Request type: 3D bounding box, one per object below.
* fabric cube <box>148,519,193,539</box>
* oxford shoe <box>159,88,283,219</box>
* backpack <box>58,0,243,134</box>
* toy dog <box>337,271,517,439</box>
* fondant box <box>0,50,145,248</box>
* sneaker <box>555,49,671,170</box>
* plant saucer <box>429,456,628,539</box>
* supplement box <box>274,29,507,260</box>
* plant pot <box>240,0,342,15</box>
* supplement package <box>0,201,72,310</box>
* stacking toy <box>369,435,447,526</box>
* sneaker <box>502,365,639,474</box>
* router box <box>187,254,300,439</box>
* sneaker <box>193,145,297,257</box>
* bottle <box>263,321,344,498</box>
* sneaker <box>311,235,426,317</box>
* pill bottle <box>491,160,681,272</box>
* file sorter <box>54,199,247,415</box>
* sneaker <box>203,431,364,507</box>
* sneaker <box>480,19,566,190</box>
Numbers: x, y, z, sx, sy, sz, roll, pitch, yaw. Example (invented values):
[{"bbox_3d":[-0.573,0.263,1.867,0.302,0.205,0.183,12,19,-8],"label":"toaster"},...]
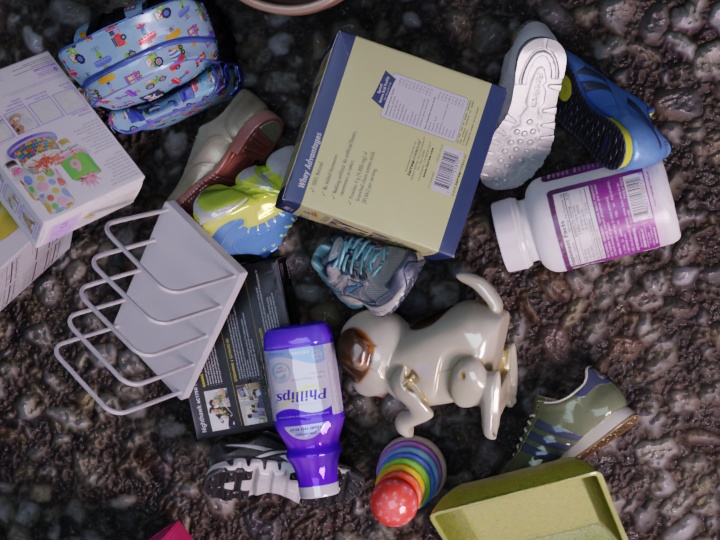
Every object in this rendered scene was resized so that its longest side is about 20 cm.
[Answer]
[{"bbox_3d":[-0.254,0.455,1.774,0.196,0.200,0.200,-38,91,10],"label":"fabric cube"},{"bbox_3d":[-0.177,-0.130,1.775,0.200,0.071,0.074,-45,62,12],"label":"oxford shoe"},{"bbox_3d":[-0.243,-0.239,1.696,0.182,0.200,0.135,-21,92,10],"label":"backpack"},{"bbox_3d":[0.070,0.100,1.705,0.199,0.140,0.195,2,117,17],"label":"toy dog"},{"bbox_3d":[-0.364,-0.141,1.687,0.200,0.144,0.058,51,142,12],"label":"fondant box"},{"bbox_3d":[0.275,-0.182,1.659,0.078,0.200,0.066,-9,134,-25],"label":"sneaker"},{"bbox_3d":[0.197,0.285,1.710,0.199,0.200,0.048,-16,50,11],"label":"plant saucer"},{"bbox_3d":[0.030,-0.136,1.656,0.199,0.134,0.201,19,86,-6],"label":"supplement box"},{"bbox_3d":[-0.064,-0.383,1.663,0.199,0.175,0.201,1,96,10],"label":"plant pot"},{"bbox_3d":[-0.457,-0.042,1.733,0.152,0.151,0.200,41,62,4],"label":"supplement package"},{"bbox_3d":[0.047,0.251,1.698,0.085,0.200,0.086,1,97,10],"label":"stacking toy"},{"bbox_3d":[0.225,0.190,1.737,0.200,0.067,0.090,-38,70,20],"label":"sneaker"},{"bbox_3d":[-0.144,0.093,1.789,0.148,0.051,0.201,-10,94,12],"label":"router box"},{"bbox_3d":[-0.100,-0.080,1.764,0.199,0.076,0.105,-20,135,-7],"label":"sneaker"},{"bbox_3d":[-0.061,0.162,1.715,0.083,0.065,0.201,-7,91,11],"label":"bottle"},{"bbox_3d":[0.000,0.000,1.677,0.086,0.200,0.078,38,72,-18],"label":"sneaker"},{"bbox_3d":[0.254,-0.062,1.676,0.199,0.112,0.113,-14,94,11],"label":"pill bottle"},{"bbox_3d":[-0.250,0.046,1.713,0.139,0.124,0.200,42,123,23],"label":"file sorter"},{"bbox_3d":[-0.093,0.234,1.788,0.199,0.091,0.067,5,126,-13],"label":"sneaker"},{"bbox_3d":[0.183,-0.188,1.699,0.076,0.081,0.201,9,119,-17],"label":"sneaker"}]
